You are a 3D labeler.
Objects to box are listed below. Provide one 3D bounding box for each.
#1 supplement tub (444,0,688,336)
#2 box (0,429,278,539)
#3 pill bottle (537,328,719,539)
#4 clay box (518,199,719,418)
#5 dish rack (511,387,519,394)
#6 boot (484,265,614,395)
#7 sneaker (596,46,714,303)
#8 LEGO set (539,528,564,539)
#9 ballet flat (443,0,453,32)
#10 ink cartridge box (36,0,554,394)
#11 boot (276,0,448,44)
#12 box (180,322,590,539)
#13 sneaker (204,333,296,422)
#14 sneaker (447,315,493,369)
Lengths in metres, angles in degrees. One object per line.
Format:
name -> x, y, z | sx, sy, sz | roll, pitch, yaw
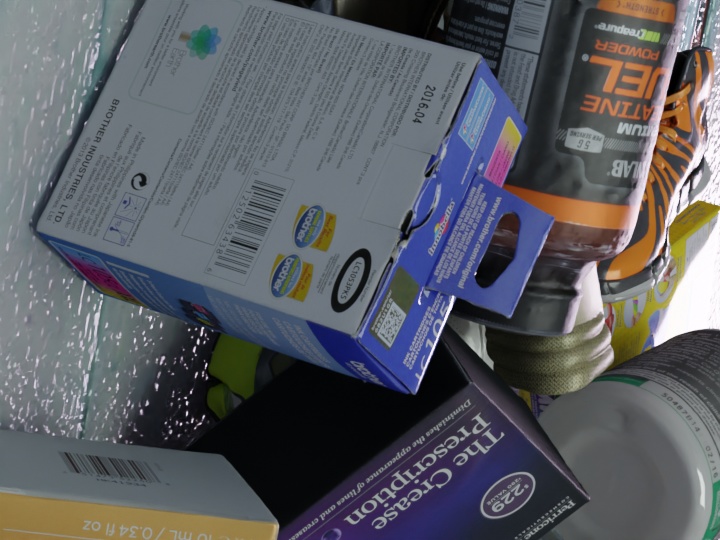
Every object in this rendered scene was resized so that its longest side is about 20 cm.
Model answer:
supplement tub -> 0.085, -0.074, 1.127 | 0.107, 0.107, 0.200 | -6, 110, -60
box -> -0.123, 0.179, 1.041 | 0.124, 0.097, 0.200 | 8, 100, -20
pill bottle -> 0.187, 0.096, 1.401 | 0.200, 0.113, 0.113 | -21, 122, -54
clay box -> 0.148, 0.041, 1.471 | 0.200, 0.048, 0.115 | -33, 133, -49
dish rack -> 0.101, 0.029, 1.474 | 0.172, 0.044, 0.200 | -38, 136, -48
boot -> 0.087, -0.024, 1.293 | 0.200, 0.073, 0.156 | -99, 177, -78
sneaker -> 0.148, -0.068, 1.387 | 0.200, 0.078, 0.112 | -55, 150, -53
LEGO set -> 0.060, 0.196, 1.250 | 0.200, 0.154, 0.116 | -35, 138, 3
ballet flat -> 0.089, -0.159, 1.240 | 0.200, 0.068, 0.072 | -45, 114, -34
ink cartridge box -> -0.020, -0.035, 1.057 | 0.137, 0.200, 0.076 | -66, 151, -13
boot -> -0.004, -0.141, 1.141 | 0.097, 0.075, 0.200 | -32, 140, -36
box -> -0.011, 0.118, 1.169 | 0.200, 0.079, 0.141 | -39, 143, 6
sneaker -> 0.000, 0.000, 1.237 | 0.200, 0.081, 0.074 | -66, 151, -14
sneaker -> 0.011, 0.081, 1.310 | 0.116, 0.074, 0.200 | -20, 123, -60
